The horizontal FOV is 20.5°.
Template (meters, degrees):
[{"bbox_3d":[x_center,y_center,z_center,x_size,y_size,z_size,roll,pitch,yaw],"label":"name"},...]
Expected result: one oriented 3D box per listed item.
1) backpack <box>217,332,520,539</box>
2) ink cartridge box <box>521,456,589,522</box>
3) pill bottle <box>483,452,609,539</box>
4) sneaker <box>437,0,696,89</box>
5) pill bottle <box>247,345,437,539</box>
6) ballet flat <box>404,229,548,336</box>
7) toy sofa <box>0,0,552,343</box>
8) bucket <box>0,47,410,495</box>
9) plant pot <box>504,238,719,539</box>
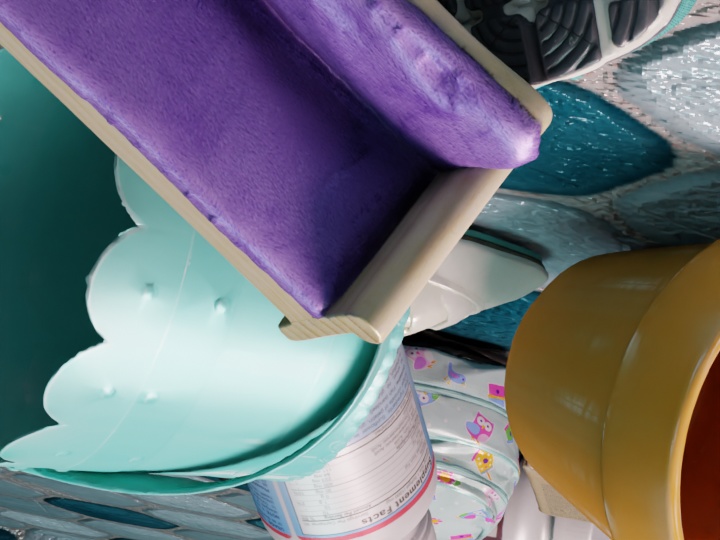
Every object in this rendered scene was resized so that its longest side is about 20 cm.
[{"bbox_3d":[0.005,0.102,1.281,0.200,0.127,0.167,9,162,-2],"label":"backpack"},{"bbox_3d":[0.216,0.131,1.324,0.200,0.075,0.165,9,164,11],"label":"ink cartridge box"},{"bbox_3d":[0.098,0.196,1.587,0.200,0.110,0.110,6,164,20],"label":"pill bottle"},{"bbox_3d":[0.051,-0.093,0.670,0.080,0.078,0.200,-2,178,-29],"label":"sneaker"},{"bbox_3d":[-0.017,0.092,1.126,0.109,0.109,0.200,4,130,27],"label":"pill bottle"},{"bbox_3d":[0.000,0.000,1.023,0.200,0.069,0.069,16,165,-19],"label":"ballet flat"},{"bbox_3d":[-0.045,-0.072,0.605,0.200,0.083,0.098,45,158,-16],"label":"toy sofa"},{"bbox_3d":[-0.076,-0.010,0.795,0.135,0.207,0.207,11,167,-28],"label":"bucket"},{"bbox_3d":[0.169,0.065,0.937,0.200,0.200,0.183,21,179,-31],"label":"plant pot"}]
